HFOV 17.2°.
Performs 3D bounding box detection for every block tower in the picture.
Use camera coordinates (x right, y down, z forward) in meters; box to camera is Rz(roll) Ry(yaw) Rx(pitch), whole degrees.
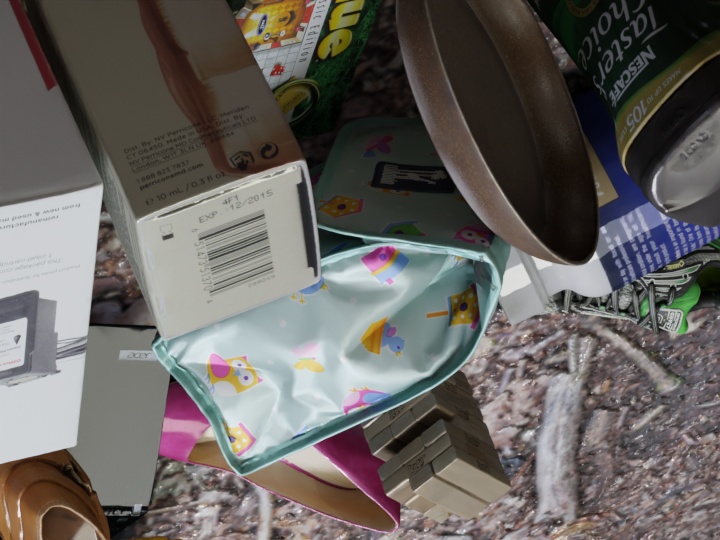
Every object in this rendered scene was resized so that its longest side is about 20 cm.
[{"bbox_3d":[0.025,0.058,1.420,0.054,0.200,0.058,-39,135,20],"label":"block tower"}]

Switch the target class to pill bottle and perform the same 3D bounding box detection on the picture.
[{"bbox_3d":[0.157,-0.054,1.429,0.199,0.116,0.116,-28,146,2],"label":"pill bottle"}]

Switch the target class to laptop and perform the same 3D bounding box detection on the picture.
[{"bbox_3d":[-0.223,0.107,1.465,0.176,0.104,0.200,3,162,-21],"label":"laptop"}]

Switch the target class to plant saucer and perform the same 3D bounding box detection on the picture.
[{"bbox_3d":[0.069,-0.091,1.260,0.032,0.201,0.200,-23,148,21],"label":"plant saucer"}]

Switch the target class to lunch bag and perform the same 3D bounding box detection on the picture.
[{"bbox_3d":[0.000,0.000,1.318,0.199,0.171,0.122,-29,107,20],"label":"lunch bag"}]

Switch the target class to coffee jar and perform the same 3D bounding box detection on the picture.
[{"bbox_3d":[0.161,-0.124,1.265,0.085,0.200,0.104,11,131,-41],"label":"coffee jar"}]

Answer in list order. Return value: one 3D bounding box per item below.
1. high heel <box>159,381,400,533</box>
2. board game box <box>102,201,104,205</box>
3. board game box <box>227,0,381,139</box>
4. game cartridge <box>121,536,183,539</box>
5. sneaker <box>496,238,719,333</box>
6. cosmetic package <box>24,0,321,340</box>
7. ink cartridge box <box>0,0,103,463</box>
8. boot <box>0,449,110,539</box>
[{"bbox_3d":[-0.063,0.126,1.537,0.199,0.096,0.067,12,131,-40],"label":"high heel"},{"bbox_3d":[-0.227,-0.057,1.254,0.135,0.028,0.200,-37,143,15],"label":"board game box"},{"bbox_3d":[-0.034,-0.141,1.262,0.104,0.023,0.200,-19,147,-33],"label":"board game box"},{"bbox_3d":[-0.225,0.231,1.584,0.176,0.033,0.200,-3,157,-30],"label":"game cartridge"},{"bbox_3d":[0.174,0.000,1.538,0.199,0.085,0.078,-9,142,-22],"label":"sneaker"},{"bbox_3d":[-0.095,-0.081,1.158,0.087,0.200,0.104,-21,147,-9],"label":"cosmetic package"},{"bbox_3d":[-0.194,-0.016,1.176,0.083,0.146,0.200,-13,142,-22],"label":"ink cartridge box"},{"bbox_3d":[-0.196,0.102,1.325,0.074,0.155,0.200,-38,118,-3],"label":"boot"}]
